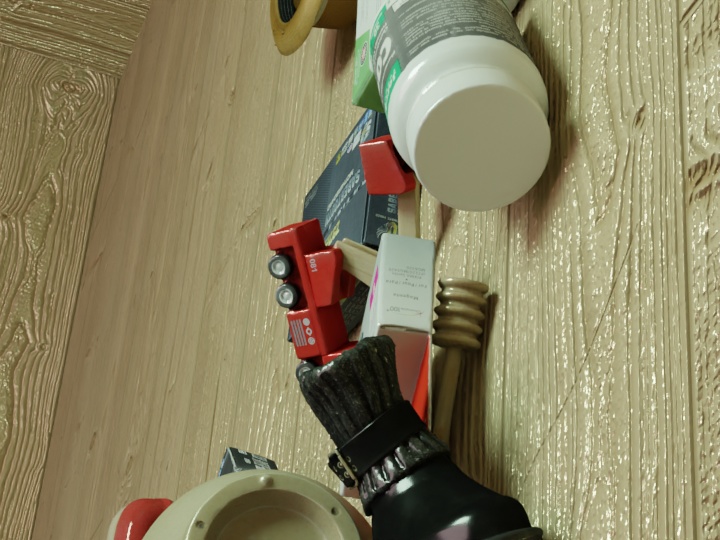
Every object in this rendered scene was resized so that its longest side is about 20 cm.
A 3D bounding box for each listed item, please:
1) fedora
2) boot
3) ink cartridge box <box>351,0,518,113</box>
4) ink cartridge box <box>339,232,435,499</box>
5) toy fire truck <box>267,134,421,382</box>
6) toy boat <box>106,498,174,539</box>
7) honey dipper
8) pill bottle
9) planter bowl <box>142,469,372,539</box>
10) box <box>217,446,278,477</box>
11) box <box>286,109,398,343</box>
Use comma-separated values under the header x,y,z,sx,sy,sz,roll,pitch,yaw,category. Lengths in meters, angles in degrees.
x,y,z,sx,sy,sz,roll,pitch,yaw,category
-0.035,-0.318,1.981,0.200,0.081,0.202,-168,90,-71,fedora
0.030,0.116,1.143,0.211,0.079,0.159,-23,85,69,boot
0.067,-0.237,1.502,0.200,0.087,0.146,120,160,-49,ink cartridge box
0.017,0.104,1.339,0.201,0.043,0.174,102,175,-46,ink cartridge box
0.000,0.000,1.495,0.049,0.140,0.201,-26,-76,-62,toy fire truck
-0.184,0.324,1.861,0.130,0.130,0.201,-18,52,38,toy boat
0.056,0.106,1.298,0.038,0.038,0.201,162,119,-73,honey dipper
0.071,-0.128,1.319,0.200,0.113,0.114,-102,31,-61,pill bottle
-0.064,0.217,1.251,0.135,0.199,0.201,105,173,-59,planter bowl
-0.120,0.265,1.624,0.158,0.050,0.201,-156,84,-83,box
-0.005,-0.040,1.640,0.200,0.051,0.158,128,152,-56,box
